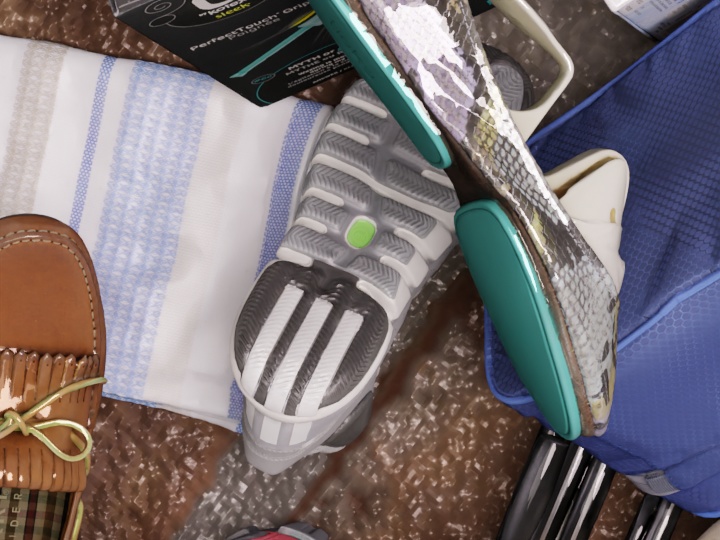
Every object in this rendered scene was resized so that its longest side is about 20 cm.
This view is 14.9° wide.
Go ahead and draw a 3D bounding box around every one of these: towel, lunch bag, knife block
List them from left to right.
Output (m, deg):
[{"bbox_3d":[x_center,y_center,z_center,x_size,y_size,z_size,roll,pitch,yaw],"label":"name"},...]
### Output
[{"bbox_3d":[-0.116,-0.020,1.170,0.200,0.024,0.147,13,94,10],"label":"towel"},{"bbox_3d":[0.057,0.157,1.126,0.200,0.064,0.176,-23,87,11],"label":"knife block"},{"bbox_3d":[0.145,0.002,1.039,0.132,0.136,0.200,30,132,-30],"label":"lunch bag"}]

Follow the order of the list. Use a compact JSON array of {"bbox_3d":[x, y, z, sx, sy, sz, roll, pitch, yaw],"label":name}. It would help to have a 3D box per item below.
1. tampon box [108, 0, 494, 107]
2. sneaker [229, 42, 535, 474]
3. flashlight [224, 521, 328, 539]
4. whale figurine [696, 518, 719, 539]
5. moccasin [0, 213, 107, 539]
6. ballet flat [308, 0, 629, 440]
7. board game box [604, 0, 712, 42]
[{"bbox_3d":[-0.019,-0.162,1.050,0.150,0.200,0.126,-22,80,10],"label":"tampon box"},{"bbox_3d":[0.000,0.000,1.122,0.075,0.116,0.200,29,58,9],"label":"sneaker"},{"bbox_3d":[-0.050,0.142,1.075,0.068,0.200,0.068,28,98,7],"label":"flashlight"},{"bbox_3d":[0.191,0.183,1.064,0.104,0.159,0.200,6,117,52],"label":"whale figurine"},{"bbox_3d":[-0.144,0.075,1.126,0.074,0.078,0.201,10,109,-16],"label":"moccasin"},{"bbox_3d":[0.054,-0.039,0.950,0.072,0.072,0.200,-28,99,10],"label":"ballet flat"},{"bbox_3d":[0.176,-0.159,1.023,0.199,0.200,0.041,-33,86,9],"label":"board game box"}]
